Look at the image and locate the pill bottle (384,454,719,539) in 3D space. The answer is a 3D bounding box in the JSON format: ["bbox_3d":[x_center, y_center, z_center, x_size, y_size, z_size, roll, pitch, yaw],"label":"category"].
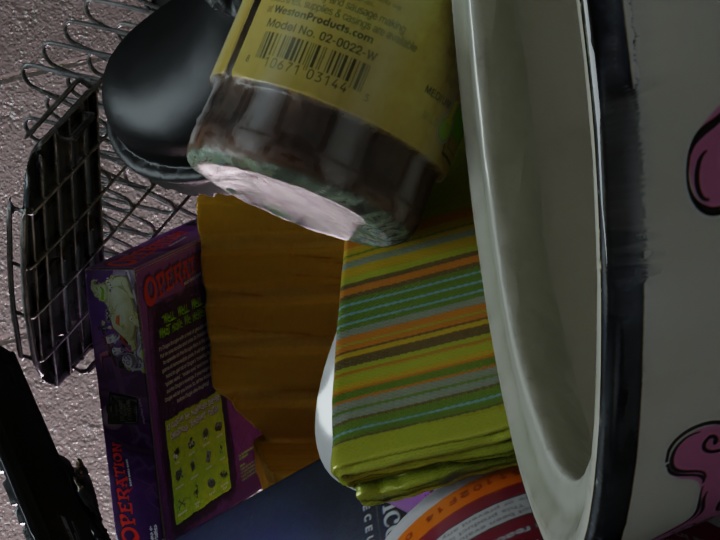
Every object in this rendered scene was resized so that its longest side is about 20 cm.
[{"bbox_3d":[0.058,0.122,0.525,0.200,0.112,0.114,-106,11,-72],"label":"pill bottle"}]

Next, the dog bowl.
[{"bbox_3d":[0.064,-0.044,0.493,0.200,0.073,0.201,174,90,-87],"label":"dog bowl"}]

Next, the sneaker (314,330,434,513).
[{"bbox_3d":[0.064,-0.021,0.714,0.114,0.072,0.202,14,92,47],"label":"sneaker"}]

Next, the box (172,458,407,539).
[{"bbox_3d":[-0.008,0.182,0.806,0.123,0.198,0.201,29,-138,-43],"label":"box"}]

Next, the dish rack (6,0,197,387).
[{"bbox_3d":[-0.101,-0.055,1.052,0.200,0.054,0.154,-54,-25,-41],"label":"dish rack"}]

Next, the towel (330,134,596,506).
[{"bbox_3d":[0.039,-0.032,0.641,0.018,0.086,0.201,57,-154,-42],"label":"towel"}]

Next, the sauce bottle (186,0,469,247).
[{"bbox_3d":[0.022,-0.106,0.621,0.065,0.064,0.201,114,179,-83],"label":"sauce bottle"}]

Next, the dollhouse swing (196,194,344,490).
[{"bbox_3d":[0.000,0.000,0.936,0.176,0.181,0.201,-34,-59,-71],"label":"dollhouse swing"}]

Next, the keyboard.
[{"bbox_3d":[-0.111,0.119,0.983,0.201,0.021,0.127,65,-176,16],"label":"keyboard"}]

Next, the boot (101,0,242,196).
[{"bbox_3d":[-0.046,-0.109,0.827,0.158,0.210,0.080,35,-130,-38],"label":"boot"}]

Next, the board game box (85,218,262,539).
[{"bbox_3d":[-0.055,0.035,1.091,0.200,0.032,0.121,-28,-61,-63],"label":"board game box"}]
